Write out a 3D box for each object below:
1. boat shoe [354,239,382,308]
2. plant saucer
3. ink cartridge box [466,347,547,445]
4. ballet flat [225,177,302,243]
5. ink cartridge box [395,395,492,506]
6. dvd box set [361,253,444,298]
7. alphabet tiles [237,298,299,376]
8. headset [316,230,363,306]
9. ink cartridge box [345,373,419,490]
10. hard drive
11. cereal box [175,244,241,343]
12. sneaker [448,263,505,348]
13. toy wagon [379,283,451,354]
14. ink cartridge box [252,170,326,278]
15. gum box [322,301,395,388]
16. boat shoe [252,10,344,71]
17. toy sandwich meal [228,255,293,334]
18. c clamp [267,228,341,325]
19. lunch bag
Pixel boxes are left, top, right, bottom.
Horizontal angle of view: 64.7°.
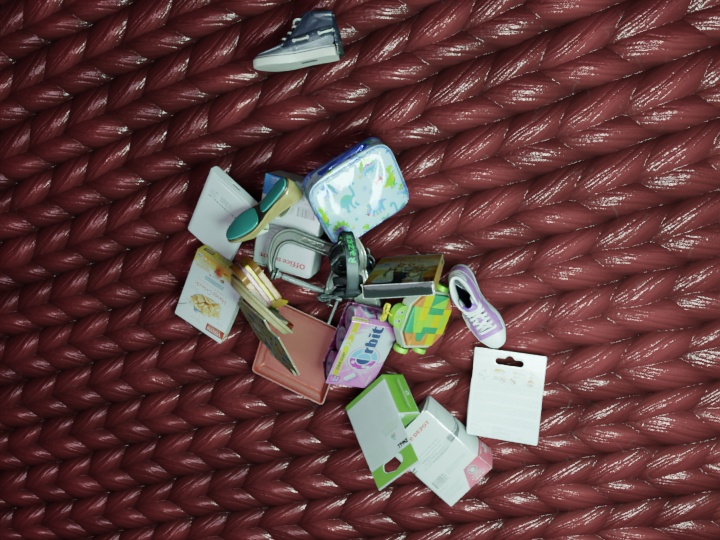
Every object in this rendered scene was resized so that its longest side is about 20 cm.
[{"bbox_3d":[0.000,0.000,1.263,0.074,0.062,0.203,-23,100,16],"label":"boat shoe"},{"bbox_3d":[-0.144,0.191,1.363,0.196,0.037,0.203,23,109,9],"label":"plant saucer"},{"bbox_3d":[0.322,0.274,1.265,0.158,0.050,0.205,6,97,14],"label":"ink cartridge box"},{"bbox_3d":[-0.200,-0.113,1.196,0.199,0.063,0.070,-37,49,22],"label":"ballet flat"},{"bbox_3d":[0.183,0.412,1.309,0.199,0.083,0.147,41,110,1],"label":"ink cartridge box"},{"bbox_3d":[0.093,0.008,1.166,0.143,0.200,0.030,-4,106,15],"label":"dvd box set"},{"bbox_3d":[-0.204,0.151,1.264,0.165,0.006,0.202,32,152,40],"label":"alphabet tiles"},{"bbox_3d":[-0.042,0.007,1.145,0.092,0.201,0.126,-4,60,-8],"label":"headset"},{"bbox_3d":[0.065,0.357,1.266,0.148,0.075,0.203,-46,55,31],"label":"ink cartridge box"},{"bbox_3d":[-0.315,-0.121,1.294,0.131,0.027,0.201,41,132,2],"label":"hard drive"},{"bbox_3d":[-0.357,0.060,1.370,0.142,0.040,0.202,31,118,6],"label":"cereal box"},{"bbox_3d":[0.240,0.091,1.197,0.072,0.114,0.202,-33,96,18],"label":"sneaker"},{"bbox_3d":[0.117,0.100,1.192,0.039,0.198,0.158,28,103,39],"label":"toy wagon"},{"bbox_3d":[-0.148,-0.104,1.262,0.141,0.084,0.205,16,107,10],"label":"ink cartridge box"},{"bbox_3d":[0.000,0.164,1.255,0.111,0.067,0.203,11,124,-19],"label":"gum box"},{"bbox_3d":[-0.132,-0.475,1.177,0.195,0.075,0.095,-6,96,8],"label":"boat shoe"},{"bbox_3d":[-0.207,0.054,1.239,0.205,0.205,0.070,43,82,1],"label":"toy sandwich meal"},{"bbox_3d":[-0.117,0.008,1.226,0.197,0.027,0.173,26,105,-11],"label":"c clamp"},{"bbox_3d":[-0.009,-0.165,1.163,0.198,0.083,0.162,-33,123,-3],"label":"lunch bag"}]
